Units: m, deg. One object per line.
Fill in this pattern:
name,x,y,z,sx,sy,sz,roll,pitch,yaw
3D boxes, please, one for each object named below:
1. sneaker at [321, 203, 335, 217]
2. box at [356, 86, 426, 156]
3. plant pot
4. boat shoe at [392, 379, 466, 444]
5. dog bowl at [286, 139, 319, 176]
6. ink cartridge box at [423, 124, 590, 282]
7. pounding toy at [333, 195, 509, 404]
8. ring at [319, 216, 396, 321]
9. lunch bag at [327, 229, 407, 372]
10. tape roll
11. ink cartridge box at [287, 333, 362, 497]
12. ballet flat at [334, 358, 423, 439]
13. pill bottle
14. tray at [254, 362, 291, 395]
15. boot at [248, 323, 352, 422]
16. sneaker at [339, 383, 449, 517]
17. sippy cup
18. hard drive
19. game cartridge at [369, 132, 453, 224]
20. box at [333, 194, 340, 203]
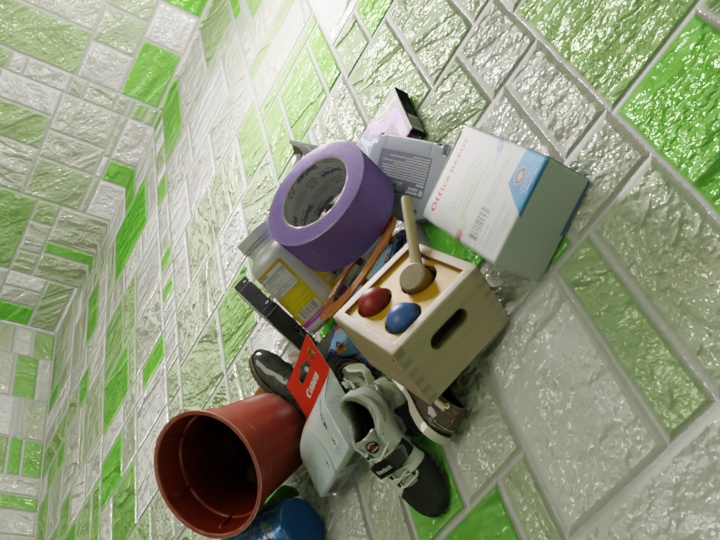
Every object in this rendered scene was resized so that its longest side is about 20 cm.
sneaker,-0.064,-0.022,1.428,0.201,0.075,0.116,117,143,-44
box,0.035,-0.211,1.399,0.200,0.036,0.143,-55,33,30
plant pot,-0.193,0.296,1.257,0.200,0.195,0.202,4,99,25
boat shoe,0.084,0.149,1.072,0.060,0.072,0.200,-53,36,17
dog bowl,-0.106,-0.151,1.496,0.200,0.058,0.201,-1,-90,-90
ink cartridge box,0.184,-0.094,1.023,0.145,0.084,0.200,-65,31,11
pounding toy,0.076,0.030,1.031,0.200,0.142,0.184,-45,31,-12
ring,0.000,0.000,1.226,0.201,0.019,0.201,-54,10,13
lunch bag,0.027,0.033,1.232,0.151,0.094,0.201,-48,27,40
tape roll,-0.049,-0.104,1.255,0.199,0.085,0.201,-25,45,28
ink cartridge box,-0.069,0.224,1.199,0.200,0.047,0.160,56,144,27
ballet flat,0.021,0.179,1.132,0.200,0.073,0.073,26,97,54
pill bottle,-0.118,0.007,1.351,0.104,0.200,0.104,-44,2,2
tray,-0.149,0.272,1.435,0.099,0.037,0.200,-56,32,26
boot,-0.088,0.155,1.308,0.182,0.072,0.200,45,131,11
sneaker,0.035,0.243,1.023,0.074,0.088,0.200,-48,65,21
sippy cup,-0.130,0.429,1.227,0.130,0.139,0.178,-40,59,28
hard drive,-0.152,0.090,1.438,0.038,0.140,0.200,-48,29,-8
game cartridge,0.076,-0.147,1.256,0.200,0.041,0.134,25,98,52
box,-0.025,-0.136,1.387,0.042,0.039,0.200,-63,30,23
